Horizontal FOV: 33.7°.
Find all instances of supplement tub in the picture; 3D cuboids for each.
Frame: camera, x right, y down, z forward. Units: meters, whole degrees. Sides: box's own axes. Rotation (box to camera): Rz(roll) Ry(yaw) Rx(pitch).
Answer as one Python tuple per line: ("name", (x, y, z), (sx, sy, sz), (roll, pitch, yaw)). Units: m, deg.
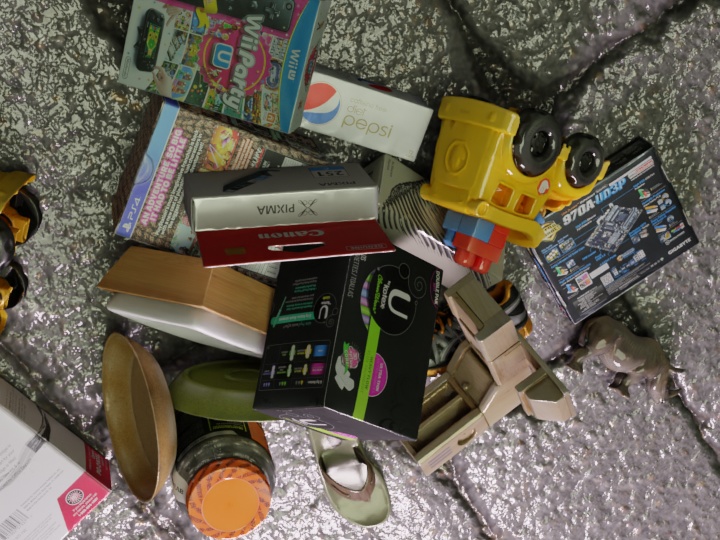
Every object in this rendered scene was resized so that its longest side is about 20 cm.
("supplement tub", (-0.169, 0.226, 1.429), (0.122, 0.200, 0.123), (-5, 112, -11))

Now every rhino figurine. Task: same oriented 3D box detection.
("rhino figurine", (0.364, 0.126, 1.598), (0.199, 0.060, 0.088), (26, 93, -25))

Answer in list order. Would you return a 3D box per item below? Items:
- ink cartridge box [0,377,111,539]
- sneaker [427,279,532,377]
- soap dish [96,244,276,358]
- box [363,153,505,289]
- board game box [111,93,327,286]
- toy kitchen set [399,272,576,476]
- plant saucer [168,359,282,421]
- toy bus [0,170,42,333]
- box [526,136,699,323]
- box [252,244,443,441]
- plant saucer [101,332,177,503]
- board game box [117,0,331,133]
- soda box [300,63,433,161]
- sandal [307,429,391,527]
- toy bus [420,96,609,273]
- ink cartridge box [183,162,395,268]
("ink cartridge box", (-0.423, 0.239, 1.435), (0.145, 0.083, 0.200), (-43, 114, 6))
("sneaker", (0.121, 0.073, 1.512), (0.199, 0.078, 0.078), (-22, 116, -16))
("soap dish", (-0.172, 0.038, 1.348), (0.200, 0.157, 0.082), (29, 73, -55))
("box", (0.080, -0.050, 1.428), (0.199, 0.083, 0.068), (29, 141, -27))
("board game box", (-0.163, -0.098, 1.357), (0.199, 0.097, 0.160), (19, 106, -20))
("toy kitchen set", (0.127, 0.151, 1.366), (0.180, 0.163, 0.200), (-37, 147, -5))
("plant saucer", (-0.133, 0.137, 1.407), (0.198, 0.200, 0.031), (1, 99, -14))
("toy bus", (-0.464, -0.023, 1.304), (0.191, 0.136, 0.201), (14, 111, -5))
("box", (0.315, -0.050, 1.523), (0.199, 0.046, 0.159), (-33, 115, 1))
("box", (-0.012, 0.075, 1.316), (0.148, 0.124, 0.201), (24, 67, -40))
("plant saucer", (-0.256, 0.169, 1.394), (0.035, 0.200, 0.202), (-10, 115, -27))
("board game box", (-0.145, -0.249, 1.278), (0.199, 0.064, 0.148), (17, 107, 5))
("soda box", (-0.022, -0.191, 1.373), (0.199, 0.064, 0.068), (15, 107, -18))
("sandal", (-0.019, 0.263, 1.560), (0.079, 0.057, 0.202), (-26, 115, -3))
("toy bus", (0.171, -0.089, 1.377), (0.199, 0.135, 0.193), (16, 93, -41))
("ink cartridge box", (-0.077, -0.063, 1.241), (0.198, 0.176, 0.045), (-5, 113, -12))
